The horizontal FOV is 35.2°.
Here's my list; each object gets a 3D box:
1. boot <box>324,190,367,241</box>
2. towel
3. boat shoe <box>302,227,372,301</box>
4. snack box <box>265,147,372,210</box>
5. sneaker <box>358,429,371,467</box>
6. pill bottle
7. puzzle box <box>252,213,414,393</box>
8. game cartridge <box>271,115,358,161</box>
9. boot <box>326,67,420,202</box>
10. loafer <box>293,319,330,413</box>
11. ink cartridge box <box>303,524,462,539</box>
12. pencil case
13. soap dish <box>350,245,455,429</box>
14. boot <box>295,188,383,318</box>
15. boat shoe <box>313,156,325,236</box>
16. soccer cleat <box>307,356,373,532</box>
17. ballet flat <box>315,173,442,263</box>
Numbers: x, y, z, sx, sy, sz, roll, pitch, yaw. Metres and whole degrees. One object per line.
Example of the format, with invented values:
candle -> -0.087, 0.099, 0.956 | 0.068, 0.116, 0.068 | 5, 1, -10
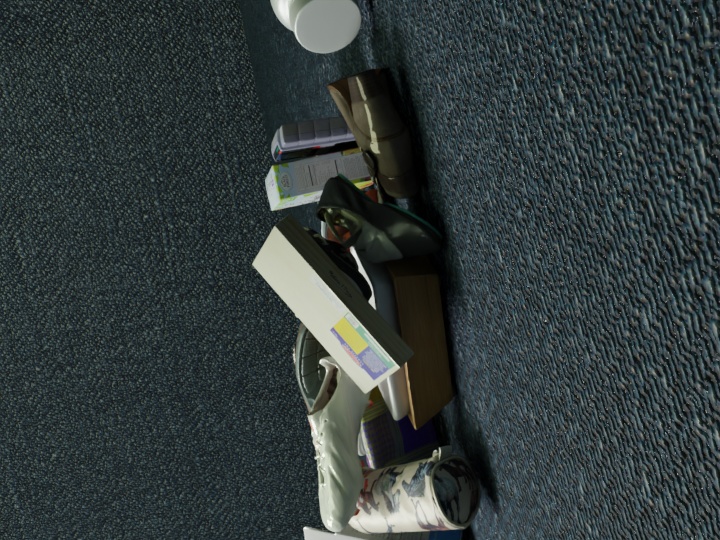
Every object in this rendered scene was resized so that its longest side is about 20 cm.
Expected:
boot -> 0.000, 0.000, 1.530 | 0.068, 0.189, 0.200 | 32, -178, -32
towel -> 0.049, 0.189, 1.462 | 0.143, 0.023, 0.203 | -8, -94, -53
boat shoe -> -0.037, -0.005, 1.297 | 0.199, 0.060, 0.075 | 20, 136, 58
snack box -> -0.057, -0.127, 1.575 | 0.200, 0.140, 0.054 | 172, 86, -83
sneaker -> 0.042, 0.220, 1.523 | 0.200, 0.098, 0.076 | 60, -160, -56
pill bottle -> -0.061, -0.353, 1.354 | 0.111, 0.109, 0.201 | 86, 169, -50
puzzle box -> -0.034, 0.040, 1.238 | 0.200, 0.025, 0.133 | 49, 156, 2
game cartridge -> -0.053, -0.176, 1.518 | 0.200, 0.128, 0.039 | 176, 81, -83
boot -> 0.018, -0.152, 1.285 | 0.200, 0.069, 0.148 | -105, -4, -80
loafer -> -0.058, 0.144, 1.515 | 0.063, 0.071, 0.202 | 33, 138, 54
ink cartridge box -> 0.031, 0.347, 1.472 | 0.116, 0.197, 0.067 | 88, -165, -54
pencil case -> 0.053, 0.257, 1.310 | 0.199, 0.077, 0.091 | -21, 69, 51
soap dish -> 0.049, 0.058, 1.325 | 0.158, 0.080, 0.202 | -117, 17, -62
boot -> -0.020, -0.020, 1.447 | 0.075, 0.106, 0.203 | 78, -154, -74
boat shoe -> -0.033, -0.107, 1.742 | 0.091, 0.070, 0.203 | 152, 112, -84
soccer cleat -> -0.032, 0.199, 1.321 | 0.069, 0.077, 0.203 | -13, 65, 54
ballet flat -> 0.012, -0.046, 1.253 | 0.199, 0.072, 0.074 | 33, 140, 48
